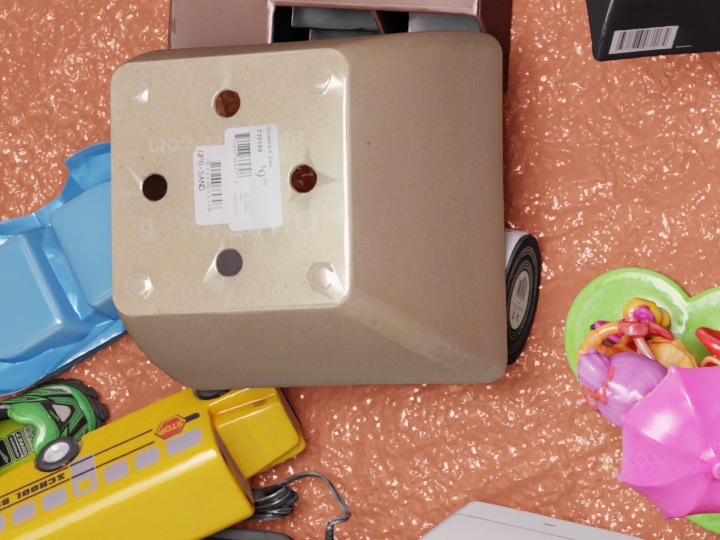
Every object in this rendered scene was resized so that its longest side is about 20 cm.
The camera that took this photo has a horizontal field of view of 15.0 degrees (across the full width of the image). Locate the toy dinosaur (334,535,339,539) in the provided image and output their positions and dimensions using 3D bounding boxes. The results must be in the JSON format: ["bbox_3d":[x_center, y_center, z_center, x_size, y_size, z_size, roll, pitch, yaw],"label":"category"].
[{"bbox_3d":[0.051,0.215,1.610,0.200,0.077,0.102,-1,97,23],"label":"toy dinosaur"}]

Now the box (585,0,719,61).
[{"bbox_3d":[0.219,-0.198,1.483,0.200,0.079,0.141,-5,66,-5],"label":"box"}]

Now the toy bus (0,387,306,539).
[{"bbox_3d":[-0.132,0.129,1.636,0.200,0.078,0.065,-24,123,4],"label":"toy bus"}]

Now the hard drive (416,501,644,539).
[{"bbox_3d":[0.055,0.191,1.525,0.132,0.200,0.027,10,118,37],"label":"hard drive"}]

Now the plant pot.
[{"bbox_3d":[-0.042,-0.039,1.504,0.200,0.177,0.200,-2,85,20],"label":"plant pot"}]

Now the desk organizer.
[{"bbox_3d":[-0.012,-0.150,1.629,0.200,0.072,0.077,4,95,20],"label":"desk organizer"}]

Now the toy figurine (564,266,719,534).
[{"bbox_3d":[0.177,0.069,1.504,0.200,0.184,0.150,33,101,17],"label":"toy figurine"}]

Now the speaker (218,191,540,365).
[{"bbox_3d":[0.000,0.000,1.621,0.200,0.081,0.081,10,94,20],"label":"speaker"}]

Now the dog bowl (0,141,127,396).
[{"bbox_3d":[-0.179,0.001,1.699,0.200,0.050,0.112,-31,76,17],"label":"dog bowl"}]

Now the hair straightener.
[{"bbox_3d":[-0.090,0.149,1.663,0.200,0.041,0.077,-9,64,32],"label":"hair straightener"}]

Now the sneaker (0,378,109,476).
[{"bbox_3d":[-0.256,0.130,1.713,0.200,0.085,0.078,-36,78,17],"label":"sneaker"}]
